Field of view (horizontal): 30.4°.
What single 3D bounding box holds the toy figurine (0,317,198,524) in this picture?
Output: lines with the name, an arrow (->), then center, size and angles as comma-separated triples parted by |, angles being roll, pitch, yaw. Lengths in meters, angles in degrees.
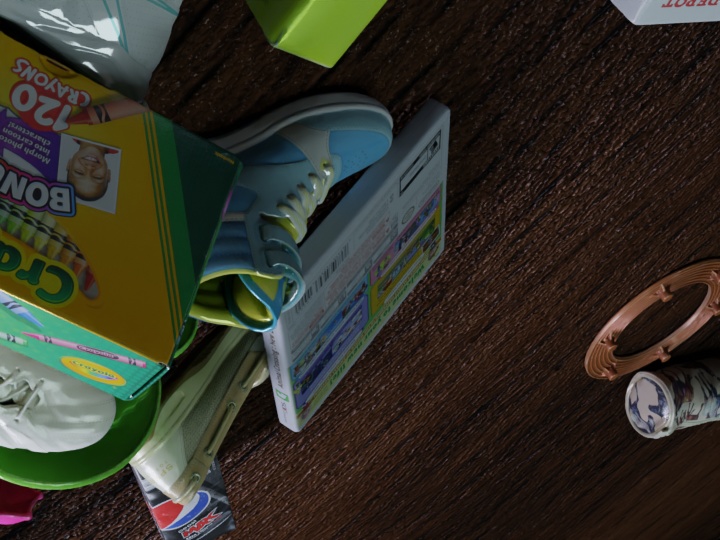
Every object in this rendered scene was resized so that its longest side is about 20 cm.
toy figurine -> -0.219, 0.091, 0.889 | 0.200, 0.150, 0.184 | -41, 177, -42

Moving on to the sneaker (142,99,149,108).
sneaker -> -0.185, -0.062, 0.688 | 0.146, 0.081, 0.200 | -34, 154, 7

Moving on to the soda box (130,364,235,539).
soda box -> -0.151, 0.163, 1.084 | 0.063, 0.071, 0.200 | -24, 151, -13

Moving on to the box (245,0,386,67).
box -> 0.008, -0.210, 0.614 | 0.048, 0.122, 0.200 | 13, 128, -48

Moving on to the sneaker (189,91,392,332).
sneaker -> -0.046, -0.030, 0.830 | 0.199, 0.131, 0.080 | -23, 149, -19

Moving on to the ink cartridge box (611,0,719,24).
ink cartridge box -> 0.241, -0.254, 0.821 | 0.146, 0.083, 0.200 | -10, 145, -34

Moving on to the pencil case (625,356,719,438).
pencil case -> 0.407, 0.155, 1.617 | 0.199, 0.090, 0.078 | -5, 142, -40

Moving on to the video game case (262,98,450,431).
video game case -> 0.000, 0.000, 0.952 | 0.200, 0.022, 0.182 | -51, 159, -25

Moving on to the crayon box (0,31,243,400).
crayon box -> -0.166, -0.038, 0.606 | 0.199, 0.119, 0.058 | 27, 148, -18

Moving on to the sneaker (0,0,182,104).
sneaker -> -0.158, -0.152, 0.612 | 0.081, 0.070, 0.200 | -60, 144, -1

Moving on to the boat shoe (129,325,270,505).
boat shoe -> -0.095, 0.081, 0.940 | 0.073, 0.063, 0.201 | -36, -170, 38

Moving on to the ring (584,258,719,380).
ring -> 0.337, 0.060, 1.472 | 0.200, 0.019, 0.201 | -25, 151, -15

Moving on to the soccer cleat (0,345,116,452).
soccer cleat -> -0.224, 0.045, 0.725 | 0.070, 0.199, 0.078 | -62, -164, -11
